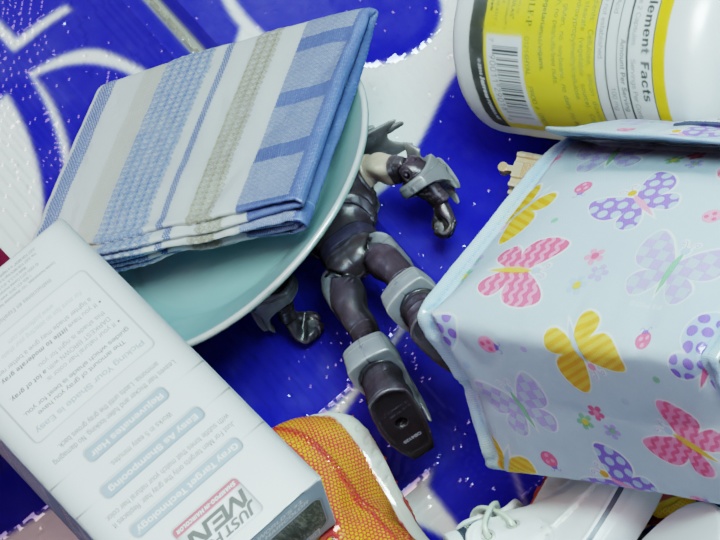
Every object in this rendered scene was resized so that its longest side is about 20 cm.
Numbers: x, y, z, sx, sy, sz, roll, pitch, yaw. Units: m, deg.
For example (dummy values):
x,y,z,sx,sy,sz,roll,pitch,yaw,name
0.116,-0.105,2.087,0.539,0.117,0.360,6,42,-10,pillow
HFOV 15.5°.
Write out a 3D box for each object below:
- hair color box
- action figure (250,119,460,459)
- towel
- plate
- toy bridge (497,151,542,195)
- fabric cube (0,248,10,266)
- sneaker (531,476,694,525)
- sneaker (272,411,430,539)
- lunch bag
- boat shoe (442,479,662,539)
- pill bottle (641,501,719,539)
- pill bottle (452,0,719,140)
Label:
x,y,z,sx,sy,sz,roll,pitch,yaw,name
-0.116,0.078,1.288,0.099,0.061,0.200,-40,64,-13,hair color box
0.000,0.000,1.380,0.130,0.069,0.200,-43,41,14,action figure
-0.085,-0.063,1.405,0.199,0.024,0.147,-13,45,36,towel
-0.070,-0.033,1.401,0.200,0.026,0.201,-28,38,25,plate
0.165,-0.035,1.359,0.199,0.067,0.027,11,71,18,toy bridge
-0.307,0.052,1.372,0.195,0.199,0.201,-3,66,12,fabric cube
0.141,0.082,1.316,0.077,0.073,0.201,23,82,9,sneaker
0.009,0.155,1.306,0.077,0.073,0.200,-19,51,-36,sneaker
0.150,-0.003,1.196,0.169,0.128,0.200,8,44,41,lunch bag
0.067,0.139,1.221,0.067,0.074,0.200,39,79,-3,boat shoe
0.205,0.194,1.174,0.200,0.114,0.115,35,76,-13,pill bottle
0.155,-0.115,1.344,0.199,0.111,0.112,10,69,36,pill bottle
